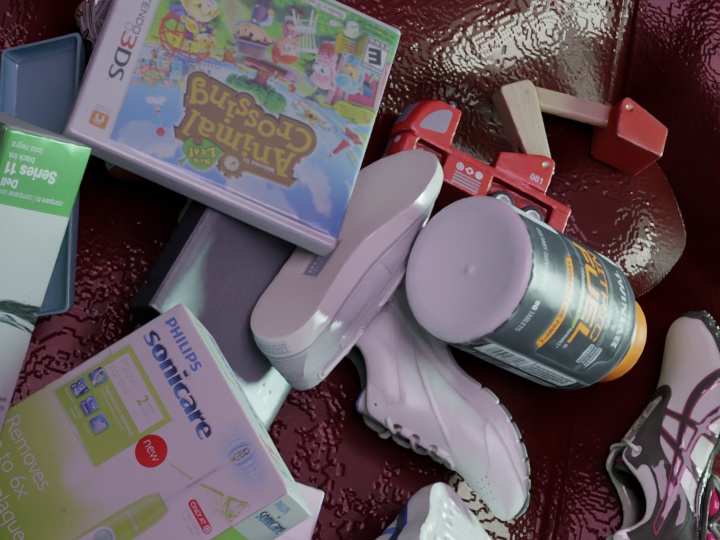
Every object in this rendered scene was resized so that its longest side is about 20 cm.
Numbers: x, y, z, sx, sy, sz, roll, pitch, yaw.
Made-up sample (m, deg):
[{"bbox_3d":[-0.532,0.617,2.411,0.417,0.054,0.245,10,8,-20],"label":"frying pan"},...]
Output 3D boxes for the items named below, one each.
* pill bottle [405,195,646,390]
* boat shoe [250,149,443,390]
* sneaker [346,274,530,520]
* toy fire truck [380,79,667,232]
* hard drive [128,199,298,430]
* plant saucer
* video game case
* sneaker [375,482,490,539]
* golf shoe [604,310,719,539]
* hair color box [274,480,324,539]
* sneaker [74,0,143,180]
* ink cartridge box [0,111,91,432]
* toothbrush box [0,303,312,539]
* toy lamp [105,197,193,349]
[{"bbox_3d":[0.127,0.024,1.619,0.200,0.106,0.107,24,62,-51],"label":"pill bottle"},{"bbox_3d":[0.000,0.000,1.586,0.200,0.072,0.069,-57,140,-33],"label":"boat shoe"},{"bbox_3d":[0.047,0.100,1.623,0.087,0.075,0.200,-33,79,-19],"label":"sneaker"},{"bbox_3d":[0.122,-0.092,1.715,0.199,0.049,0.141,27,66,-12],"label":"toy fire truck"},{"bbox_3d":[-0.068,-0.009,1.584,0.140,0.033,0.200,50,55,-34],"label":"hard drive"},{"bbox_3d":[-0.220,-0.062,1.561,0.019,0.070,0.201,28,58,-56],"label":"plant saucer"},{"bbox_3d":[-0.085,-0.128,1.556,0.199,0.022,0.183,24,64,-14],"label":"video game case"},{"bbox_3d":[0.010,0.223,1.552,0.146,0.200,0.081,-37,88,13],"label":"sneaker"},{"bbox_3d":[0.230,0.123,1.684,0.088,0.077,0.201,8,71,-13],"label":"golf shoe"},{"bbox_3d":[-0.107,0.226,1.518,0.109,0.065,0.201,22,70,-14],"label":"hair color box"},{"bbox_3d":[-0.160,-0.155,1.607,0.082,0.078,0.201,-2,66,14],"label":"sneaker"},{"bbox_3d":[-0.271,-0.008,1.418,0.083,0.146,0.201,11,98,-55],"label":"ink cartridge box"},{"bbox_3d":[-0.155,0.140,1.451,0.200,0.086,0.146,-30,71,-1],"label":"toothbrush box"},{"bbox_3d":[-0.126,-0.016,1.587,0.058,0.058,0.201,27,67,-13],"label":"toy lamp"}]
